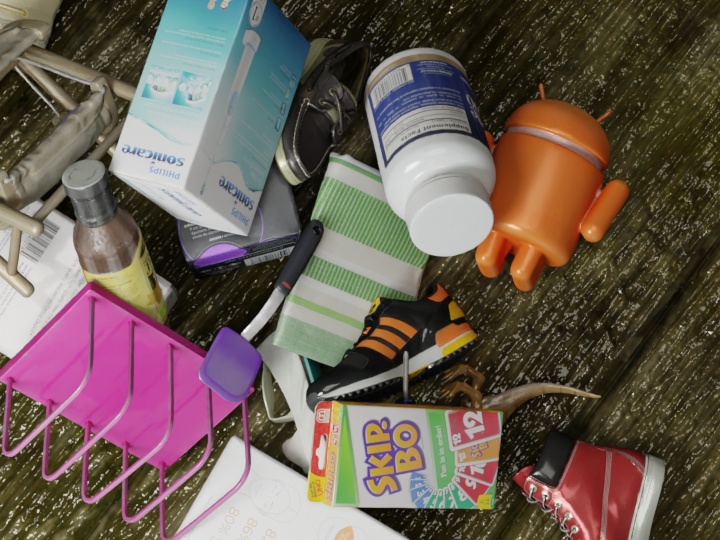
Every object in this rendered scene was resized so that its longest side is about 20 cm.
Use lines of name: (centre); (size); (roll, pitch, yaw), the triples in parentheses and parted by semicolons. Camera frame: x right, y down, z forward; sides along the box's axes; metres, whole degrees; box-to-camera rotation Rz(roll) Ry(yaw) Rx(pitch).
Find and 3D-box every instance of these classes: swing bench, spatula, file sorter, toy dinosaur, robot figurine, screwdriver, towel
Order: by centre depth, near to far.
file sorter: (-0.212, 0.139, 1.480); (0.199, 0.126, 0.139); (34, 118, -31)
spatula: (-0.086, 0.034, 1.528); (0.056, 0.020, 0.201); (41, 69, -23)
swing bench: (-0.329, -0.121, 1.529); (0.199, 0.130, 0.199); (34, 55, 5)
screwdriver: (0.046, 0.119, 1.543); (0.029, 0.200, 0.028); (41, 72, 13)
towel: (0.000, 0.000, 1.611); (0.152, 0.023, 0.202); (23, 80, -33)
robot figurine: (0.181, -0.083, 1.618); (0.116, 0.143, 0.202); (29, 79, -36)
toy dinosaur: (0.128, 0.142, 1.622); (0.199, 0.060, 0.107); (-38, 107, -6)

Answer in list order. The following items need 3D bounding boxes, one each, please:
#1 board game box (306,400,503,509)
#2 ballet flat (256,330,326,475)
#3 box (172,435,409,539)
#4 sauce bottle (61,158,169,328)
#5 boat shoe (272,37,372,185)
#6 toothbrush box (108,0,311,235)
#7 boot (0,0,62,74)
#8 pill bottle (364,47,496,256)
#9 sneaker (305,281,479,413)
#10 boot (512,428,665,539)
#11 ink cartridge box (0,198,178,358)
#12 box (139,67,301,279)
board game box: (0.044, 0.176, 1.535); (0.198, 0.030, 0.097); (5, 91, -26)
ballet flat: (-0.055, 0.148, 1.592); (0.069, 0.070, 0.202); (-20, 63, -4)
box: (-0.074, 0.277, 1.561); (0.199, 0.106, 0.153); (30, 81, 4)
sauce bottle: (-0.225, -0.012, 1.476); (0.064, 0.201, 0.065); (-6, 44, 6)
boat shoe: (-0.036, -0.167, 1.602); (0.064, 0.073, 0.201); (-11, 43, 26)
toothbrush box: (-0.135, -0.152, 1.490); (0.084, 0.146, 0.202); (13, 80, 23)
boot: (-0.391, -0.311, 1.660); (0.198, 0.073, 0.157); (26, 82, 1)
pill bottle: (0.071, -0.114, 1.579); (0.110, 0.112, 0.201); (-9, 48, -3)
sneaker: (0.018, 0.074, 1.580); (0.199, 0.070, 0.091); (-21, 72, -30)
boot: (0.208, 0.264, 1.590); (0.143, 0.072, 0.202); (14, 73, 1)
ink cartridge box: (-0.301, 0.028, 1.605); (0.199, 0.084, 0.146); (32, 82, 4)
box: (-0.137, -0.108, 1.618); (0.121, 0.106, 0.202); (-14, 81, -3)
